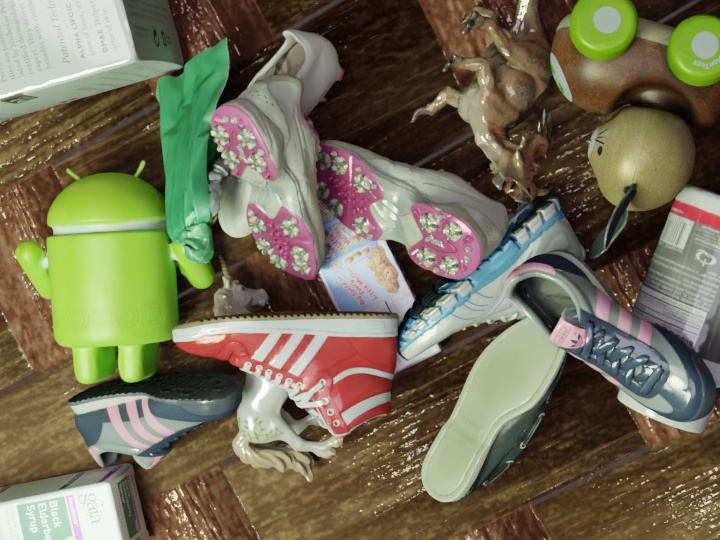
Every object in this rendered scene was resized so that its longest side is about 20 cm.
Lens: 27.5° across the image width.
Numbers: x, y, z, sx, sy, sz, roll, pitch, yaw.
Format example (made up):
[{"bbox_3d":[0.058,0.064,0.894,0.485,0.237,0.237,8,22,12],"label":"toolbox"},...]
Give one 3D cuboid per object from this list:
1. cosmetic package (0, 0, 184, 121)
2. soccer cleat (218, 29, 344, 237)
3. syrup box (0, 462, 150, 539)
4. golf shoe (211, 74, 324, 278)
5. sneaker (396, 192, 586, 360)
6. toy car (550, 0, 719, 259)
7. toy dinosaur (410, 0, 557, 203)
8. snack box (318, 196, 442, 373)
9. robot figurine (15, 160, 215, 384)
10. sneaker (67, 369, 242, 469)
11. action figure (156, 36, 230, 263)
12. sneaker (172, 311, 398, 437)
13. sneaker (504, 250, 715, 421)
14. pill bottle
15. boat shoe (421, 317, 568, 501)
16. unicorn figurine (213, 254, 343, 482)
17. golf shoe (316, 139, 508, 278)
[{"bbox_3d":[-0.290,-0.236,1.322,0.200,0.165,0.165,-15,93,10],"label":"cosmetic package"},{"bbox_3d":[-0.087,-0.127,1.340,0.069,0.078,0.200,30,96,37],"label":"soccer cleat"},{"bbox_3d":[-0.311,0.247,1.407,0.200,0.081,0.079,-11,94,10],"label":"syrup box"},{"bbox_3d":[-0.060,-0.081,1.287,0.075,0.092,0.200,18,142,32],"label":"golf shoe"},{"bbox_3d":[0.122,0.024,1.327,0.200,0.075,0.087,-40,104,1],"label":"sneaker"},{"bbox_3d":[0.221,-0.110,1.242,0.158,0.164,0.200,16,86,7],"label":"toy car"},{"bbox_3d":[0.137,-0.162,1.314,0.135,0.086,0.200,28,82,-5],"label":"toy dinosaur"},{"bbox_3d":[0.000,0.000,1.370,0.072,0.024,0.200,-26,91,9],"label":"snack box"},{"bbox_3d":[-0.228,0.002,1.355,0.175,0.116,0.200,-4,91,10],"label":"robot figurine"},{"bbox_3d":[-0.182,0.142,1.367,0.200,0.070,0.082,-6,105,38],"label":"sneaker"},{"bbox_3d":[-0.146,-0.096,1.317,0.055,0.118,0.200,17,58,-31],"label":"action figure"},{"bbox_3d":[-0.065,0.093,1.296,0.200,0.071,0.113,0,91,-8],"label":"sneaker"},{"bbox_3d":[0.201,0.062,1.227,0.200,0.082,0.070,39,121,27],"label":"sneaker"},{"bbox_3d":[0.297,0.034,1.288,0.111,0.111,0.200,20,98,6],"label":"pill bottle"},{"bbox_3d":[0.134,0.128,1.343,0.074,0.066,0.200,36,101,36],"label":"boat shoe"},{"bbox_3d":[-0.076,0.090,1.361,0.137,0.074,0.200,9,83,-7],"label":"unicorn figurine"},{"bbox_3d":[0.043,-0.063,1.317,0.200,0.091,0.075,33,131,25],"label":"golf shoe"}]
